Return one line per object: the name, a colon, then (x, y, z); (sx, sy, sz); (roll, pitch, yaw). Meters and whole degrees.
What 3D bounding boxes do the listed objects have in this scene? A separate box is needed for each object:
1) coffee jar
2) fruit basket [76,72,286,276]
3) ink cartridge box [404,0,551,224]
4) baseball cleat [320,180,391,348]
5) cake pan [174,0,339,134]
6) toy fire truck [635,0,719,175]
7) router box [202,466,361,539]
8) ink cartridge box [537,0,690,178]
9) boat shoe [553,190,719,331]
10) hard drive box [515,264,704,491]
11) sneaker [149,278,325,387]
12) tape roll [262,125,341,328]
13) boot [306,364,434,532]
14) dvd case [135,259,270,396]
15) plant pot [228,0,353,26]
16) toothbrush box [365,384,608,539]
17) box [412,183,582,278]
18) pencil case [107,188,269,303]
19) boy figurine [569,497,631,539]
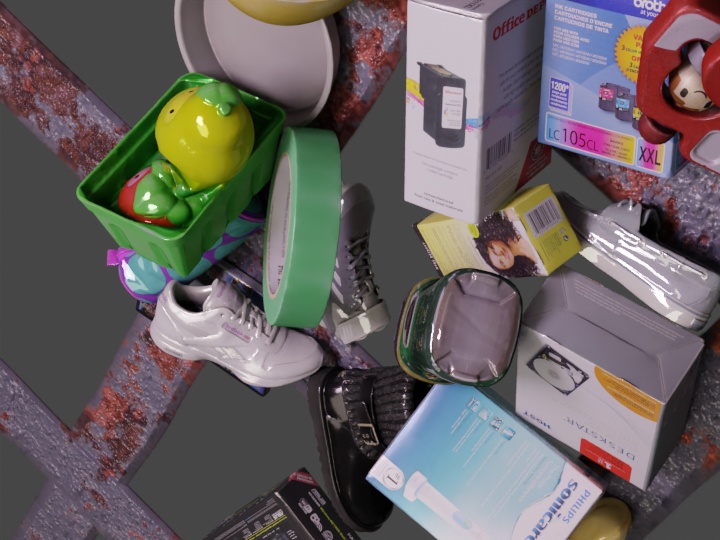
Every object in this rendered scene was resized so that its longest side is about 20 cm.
coffee jar: (0.088, 0.056, 1.541); (0.084, 0.105, 0.200); (14, 175, -8)
fruit basket: (-0.170, -0.121, 1.624); (0.154, 0.215, 0.217); (24, 129, 23)
ink cartridge box: (0.111, -0.168, 1.475); (0.082, 0.146, 0.202); (20, 126, 29)
baseball cleat: (0.000, 0.000, 1.714); (0.106, 0.069, 0.201); (44, 146, 25)
cake pan: (-0.102, -0.238, 1.668); (0.199, 0.037, 0.202); (19, 127, 27)
toy fire truck: (0.310, -0.141, 1.323); (0.198, 0.113, 0.168); (22, 137, -15)
router box: (-0.091, 0.347, 2.005); (0.150, 0.062, 0.200); (52, 134, 0)
ink cartridge box: (0.231, -0.197, 1.416); (0.135, 0.076, 0.202); (18, 125, 28)
boat shoe: (0.253, -0.026, 1.514); (0.200, 0.070, 0.072); (39, 104, 27)
hard drive box: (0.231, 0.103, 1.547); (0.155, 0.077, 0.201); (29, 157, 20)
sneaker: (-0.134, 0.067, 1.810); (0.198, 0.075, 0.100); (14, 131, -1)
tape roll: (-0.061, -0.043, 1.655); (0.048, 0.201, 0.202); (5, 129, -12)
boot: (0.032, 0.199, 1.808); (0.157, 0.079, 0.213); (-1, 115, 38)
dvd case: (-0.173, 0.044, 1.912); (0.199, 0.018, 0.143); (33, 132, 16)
plant pot: (-0.068, -0.306, 1.517); (0.200, 0.200, 0.142); (43, 160, 7)
toothbrush box: (0.130, 0.214, 1.664); (0.199, 0.085, 0.147); (38, 97, 12)
box: (0.127, -0.032, 1.564); (0.076, 0.050, 0.200); (60, 157, -9)
pencil case: (-0.187, -0.042, 1.806); (0.092, 0.086, 0.200); (23, 136, -34)
boy figurine: (0.207, 0.291, 1.743); (0.125, 0.064, 0.200); (51, 134, 0)
